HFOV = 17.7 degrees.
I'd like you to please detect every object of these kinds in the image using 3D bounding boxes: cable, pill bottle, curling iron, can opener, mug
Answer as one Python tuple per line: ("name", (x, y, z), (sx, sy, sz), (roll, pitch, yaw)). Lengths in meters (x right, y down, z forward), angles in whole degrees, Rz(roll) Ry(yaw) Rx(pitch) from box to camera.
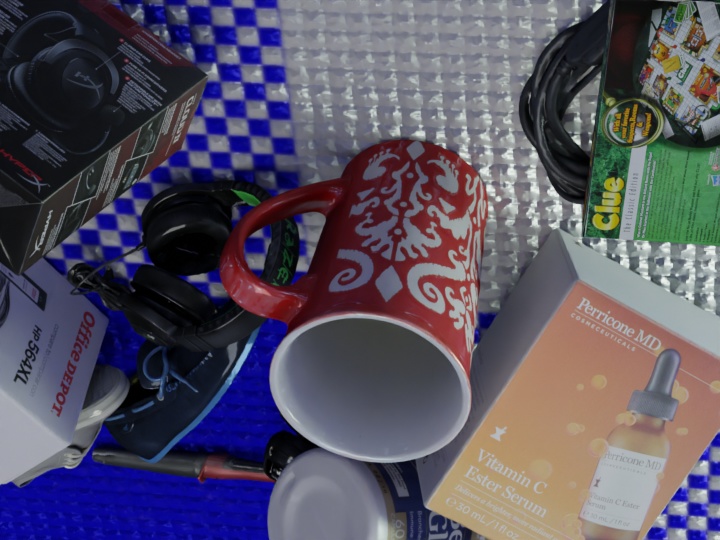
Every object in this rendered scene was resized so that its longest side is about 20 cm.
("cable", (0.200, -0.111, 1.529), (0.163, 0.051, 0.200), (30, 128, -21))
("pill bottle", (0.037, 0.184, 1.725), (0.200, 0.111, 0.111), (2, 149, -47))
("curling iron", (-0.118, 0.164, 1.850), (0.200, 0.026, 0.050), (8, 129, 5))
("can opener", (-0.005, 0.177, 1.802), (0.079, 0.063, 0.200), (-45, 125, -2))
("mug", (0.011, -0.002, 1.558), (0.133, 0.200, 0.178), (-21, 123, 28))

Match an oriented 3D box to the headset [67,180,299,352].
("headset", (-0.124, 0.004, 1.660), (0.200, 0.124, 0.094), (-3, 152, 34))

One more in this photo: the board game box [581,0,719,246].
("board game box", (0.203, -0.098, 1.492), (0.105, 0.023, 0.200), (3, 133, 0))

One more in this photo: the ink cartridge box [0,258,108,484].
("ink cartridge box", (-0.290, 0.036, 1.694), (0.084, 0.146, 0.200), (-30, 120, 30))

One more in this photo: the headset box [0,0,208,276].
("headset box", (-0.209, -0.110, 1.508), (0.149, 0.200, 0.077), (36, 134, 10))

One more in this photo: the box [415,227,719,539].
("box", (0.153, 0.100, 1.634), (0.152, 0.106, 0.200), (28, 107, -13))

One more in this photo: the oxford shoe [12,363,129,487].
("oxford shoe", (-0.227, 0.122, 1.787), (0.058, 0.075, 0.200), (50, 142, -10))

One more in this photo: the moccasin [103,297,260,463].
("moccasin", (-0.142, 0.080, 1.747), (0.068, 0.080, 0.200), (33, 129, -11))
